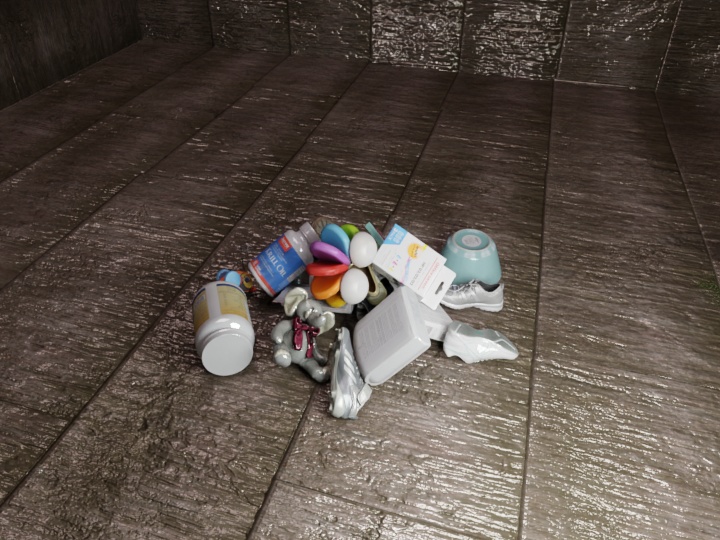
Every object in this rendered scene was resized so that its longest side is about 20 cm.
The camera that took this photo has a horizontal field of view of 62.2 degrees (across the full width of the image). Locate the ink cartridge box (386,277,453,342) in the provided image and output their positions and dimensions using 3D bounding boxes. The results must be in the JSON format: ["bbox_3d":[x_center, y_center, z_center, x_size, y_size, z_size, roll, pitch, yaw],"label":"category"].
[{"bbox_3d":[0.146,0.096,1.525,0.157,0.051,0.201,17,22,-35],"label":"ink cartridge box"}]

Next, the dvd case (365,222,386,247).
[{"bbox_3d":[0.093,-0.046,1.649,0.022,0.199,0.147,-41,64,8],"label":"dvd case"}]

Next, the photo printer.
[{"bbox_3d":[0.063,0.158,1.397,0.068,0.199,0.170,28,33,-36],"label":"photo printer"}]

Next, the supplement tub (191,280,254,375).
[{"bbox_3d":[-0.333,0.138,1.448,0.139,0.148,0.202,-10,37,-13],"label":"supplement tub"}]

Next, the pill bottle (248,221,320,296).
[{"bbox_3d":[-0.194,-0.035,1.594,0.199,0.113,0.112,-40,44,-3],"label":"pill bottle"}]

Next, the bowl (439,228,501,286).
[{"bbox_3d":[0.316,-0.044,1.726,0.193,0.108,0.204,0,37,0],"label":"bowl"}]

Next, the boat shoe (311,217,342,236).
[{"bbox_3d":[-0.058,-0.096,1.791,0.195,0.074,0.065,26,-11,-15],"label":"boat shoe"}]

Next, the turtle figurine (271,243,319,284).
[{"bbox_3d":[-0.189,-0.015,1.697,0.194,0.103,0.151,-7,42,-24],"label":"turtle figurine"}]

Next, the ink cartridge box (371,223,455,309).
[{"bbox_3d":[0.136,-0.007,1.489,0.197,0.068,0.117,34,81,6],"label":"ink cartridge box"}]

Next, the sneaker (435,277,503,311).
[{"bbox_3d":[0.292,0.052,1.603,0.192,0.084,0.076,4,31,-5],"label":"sneaker"}]

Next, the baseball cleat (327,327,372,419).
[{"bbox_3d":[-0.023,0.234,1.355,0.103,0.070,0.207,13,66,-15],"label":"baseball cleat"}]

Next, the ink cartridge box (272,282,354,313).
[{"bbox_3d":[-0.115,0.083,1.559,0.193,0.045,0.174,6,17,8],"label":"ink cartridge box"}]

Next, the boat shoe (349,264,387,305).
[{"bbox_3d":[0.000,0.000,1.533,0.073,0.063,0.201,-40,58,-2],"label":"boat shoe"}]

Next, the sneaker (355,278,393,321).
[{"bbox_3d":[0.050,0.071,1.594,0.141,0.079,0.205,-5,38,-12],"label":"sneaker"}]

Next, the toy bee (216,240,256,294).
[{"bbox_3d":[-0.335,0.040,1.627,0.199,0.109,0.131,-43,30,-3],"label":"toy bee"}]

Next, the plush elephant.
[{"bbox_3d":[-0.131,0.140,1.419,0.162,0.158,0.200,29,6,-30],"label":"plush elephant"}]

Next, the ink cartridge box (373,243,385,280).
[{"bbox_3d":[0.033,-0.018,1.674,0.101,0.061,0.200,-27,12,5],"label":"ink cartridge box"}]

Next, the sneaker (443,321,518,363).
[{"bbox_3d":[0.290,0.186,1.454,0.194,0.082,0.071,16,26,-12],"label":"sneaker"}]

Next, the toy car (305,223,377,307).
[{"bbox_3d":[-0.065,-0.021,1.443,0.172,0.207,0.148,7,-11,44],"label":"toy car"}]
